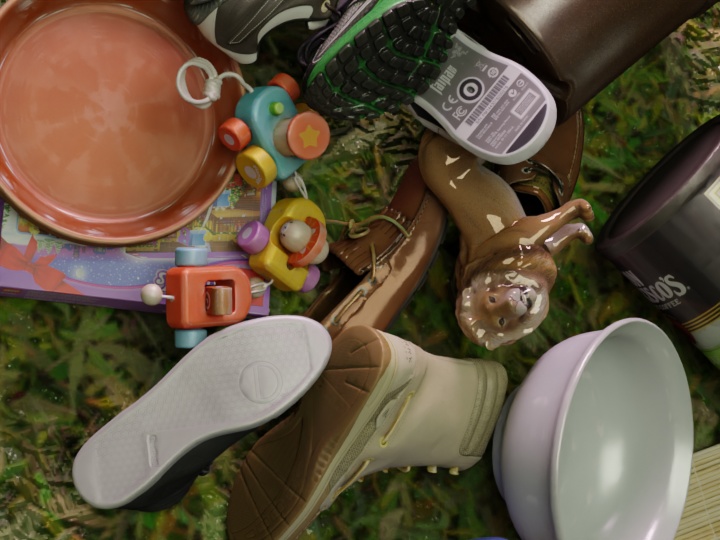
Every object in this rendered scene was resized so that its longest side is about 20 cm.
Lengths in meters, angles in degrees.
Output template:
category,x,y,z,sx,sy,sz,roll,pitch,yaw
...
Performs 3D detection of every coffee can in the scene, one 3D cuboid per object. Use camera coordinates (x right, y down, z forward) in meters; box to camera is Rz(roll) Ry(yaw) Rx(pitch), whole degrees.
category,x,y,z,sx,sy,sz,roll,pitch,yaw
coffee can,0.298,0.001,1.516,0.200,0.146,0.146,44,72,-5

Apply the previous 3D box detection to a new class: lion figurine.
category,x,y,z,sx,sy,sz,roll,pitch,yaw
lion figurine,0.090,-0.047,1.443,0.122,0.073,0.201,-27,70,-8

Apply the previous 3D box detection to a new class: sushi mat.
category,x,y,z,sx,sy,sz,roll,pitch,yaw
sushi mat,0.305,0.176,1.559,0.199,0.012,0.096,-17,85,-19

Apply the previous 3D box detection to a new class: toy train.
category,x,y,z,sx,sy,sz,roll,pitch,yaw
toy train,-0.075,-0.045,1.392,0.150,0.055,0.201,4,89,-43

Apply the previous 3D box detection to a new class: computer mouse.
category,x,y,z,sx,sy,sz,roll,pitch,yaw
computer mouse,0.056,-0.136,1.425,0.200,0.044,0.110,39,85,24

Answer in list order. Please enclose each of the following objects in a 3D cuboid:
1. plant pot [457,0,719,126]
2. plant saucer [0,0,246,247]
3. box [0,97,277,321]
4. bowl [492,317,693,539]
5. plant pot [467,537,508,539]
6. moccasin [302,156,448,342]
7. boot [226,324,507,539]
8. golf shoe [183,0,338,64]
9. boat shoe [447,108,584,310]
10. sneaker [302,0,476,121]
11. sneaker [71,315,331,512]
category,x,y,z,sx,sy,sz,roll,pitch,yaw
plant pot,0.162,-0.224,1.493,0.200,0.200,0.198,46,75,-5
plant saucer,-0.179,-0.114,1.412,0.199,0.032,0.202,4,78,-17
box,-0.160,-0.041,1.441,0.199,0.039,0.138,7,77,-16
bowl,0.158,0.132,1.460,0.201,0.090,0.203,-8,100,-53
plant pot,0.040,0.292,1.366,0.179,0.200,0.201,-22,86,-25
moccasin,-0.001,0.000,1.470,0.078,0.074,0.202,36,82,-18
boot,0.006,0.133,1.437,0.155,0.073,0.201,13,116,-46
golf shoe,-0.032,-0.224,1.396,0.199,0.078,0.095,-34,116,2
boat shoe,0.131,-0.054,1.517,0.072,0.068,0.201,22,74,-10
sneaker,0.031,-0.188,1.397,0.200,0.085,0.078,-48,133,-1
sneaker,-0.106,0.100,1.395,0.199,0.099,0.071,-34,79,-4
